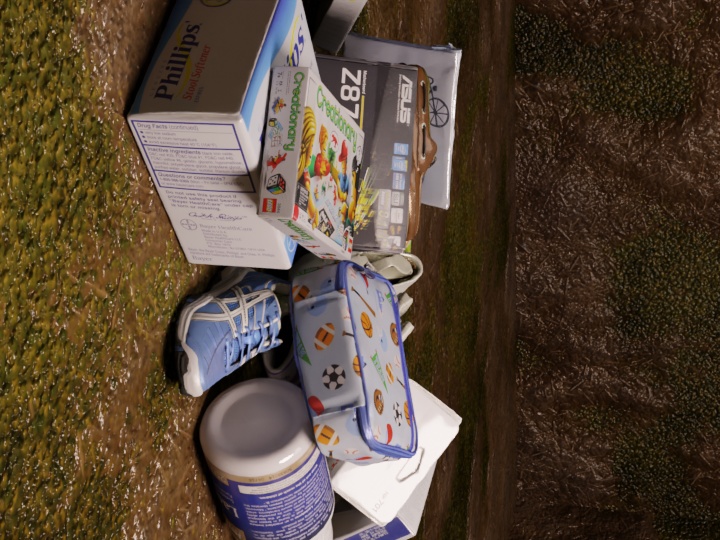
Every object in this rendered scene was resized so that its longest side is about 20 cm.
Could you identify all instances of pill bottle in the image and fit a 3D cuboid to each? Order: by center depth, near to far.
[{"bbox_3d":[-0.087,0.213,1.251,0.116,0.115,0.201,-72,160,-44],"label":"pill bottle"}]

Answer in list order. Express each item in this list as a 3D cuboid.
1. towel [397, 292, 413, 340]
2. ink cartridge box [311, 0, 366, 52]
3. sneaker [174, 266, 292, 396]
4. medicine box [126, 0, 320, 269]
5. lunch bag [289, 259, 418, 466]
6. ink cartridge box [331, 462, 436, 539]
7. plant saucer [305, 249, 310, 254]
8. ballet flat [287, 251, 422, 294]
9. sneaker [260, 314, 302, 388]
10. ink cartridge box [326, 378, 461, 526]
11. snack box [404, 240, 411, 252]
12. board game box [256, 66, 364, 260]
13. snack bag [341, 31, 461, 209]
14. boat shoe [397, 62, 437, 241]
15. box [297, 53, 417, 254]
[{"bbox_3d":[-0.015,0.125,1.390,0.200,0.034,0.193,-57,-174,-21],"label":"towel"},{"bbox_3d":[-0.002,-0.379,1.412,0.200,0.047,0.199,131,-28,-67],"label":"ink cartridge box"},{"bbox_3d":[-0.117,0.051,1.167,0.200,0.077,0.076,-61,153,-57],"label":"sneaker"},{"bbox_3d":[-0.107,-0.133,1.102,0.200,0.102,0.183,77,22,-52],"label":"medicine box"},{"bbox_3d":[-0.001,0.088,1.224,0.160,0.075,0.201,29,51,-61],"label":"lunch bag"},{"bbox_3d":[0.000,0.270,1.479,0.041,0.199,0.200,53,28,-15],"label":"ink cartridge box"},{"bbox_3d":[-0.055,0.013,1.524,0.070,0.019,0.201,34,61,-75],"label":"plant saucer"},{"bbox_3d":[0.000,0.000,1.407,0.200,0.069,0.070,-2,97,-51],"label":"ballet flat"},{"bbox_3d":[-0.057,0.043,1.405,0.114,0.072,0.201,66,35,-55],"label":"sneaker"},{"bbox_3d":[0.012,0.187,1.409,0.147,0.086,0.200,-52,-166,-8],"label":"ink cartridge box"},{"bbox_3d":[-0.015,-0.109,1.428,0.200,0.067,0.170,6,89,-53],"label":"snack box"},{"bbox_3d":[-0.040,-0.088,1.099,0.200,0.034,0.127,34,61,-74],"label":"board game box"},{"bbox_3d":[0.042,-0.188,1.530,0.021,0.188,0.201,-16,115,-47],"label":"snack bag"},{"bbox_3d":[0.055,-0.130,1.388,0.072,0.068,0.201,16,-69,60],"label":"boat shoe"},{"bbox_3d":[-0.028,-0.122,1.308,0.049,0.160,0.201,176,-81,-75],"label":"box"}]
